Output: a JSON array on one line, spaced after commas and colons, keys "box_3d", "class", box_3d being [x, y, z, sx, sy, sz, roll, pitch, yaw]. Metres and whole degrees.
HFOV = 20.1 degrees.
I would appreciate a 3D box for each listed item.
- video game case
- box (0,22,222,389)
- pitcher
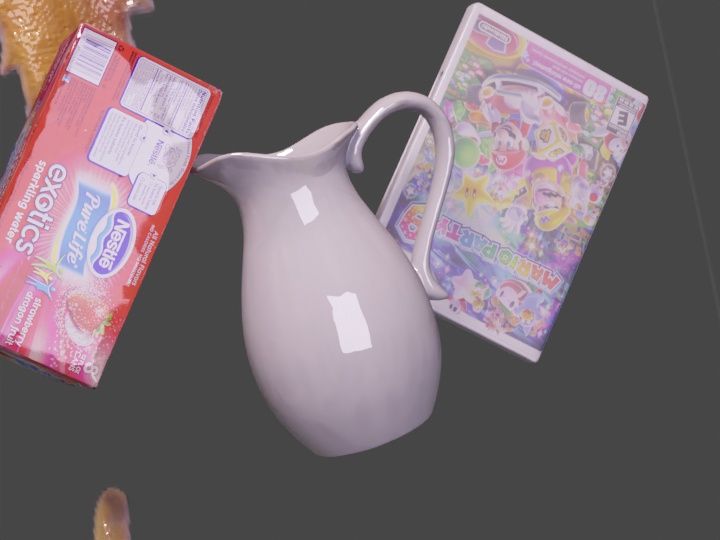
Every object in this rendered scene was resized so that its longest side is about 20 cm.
[{"box_3d": [0.096, -0.059, 1.373, 0.142, 0.018, 0.201, 26, 81, -15], "class": "video game case"}, {"box_3d": [-0.174, -0.037, 1.250, 0.099, 0.095, 0.202, 24, 81, -14], "class": "box"}, {"box_3d": [0.000, 0.000, 1.282, 0.170, 0.121, 0.202, -20, 100, -12], "class": "pitcher"}]
